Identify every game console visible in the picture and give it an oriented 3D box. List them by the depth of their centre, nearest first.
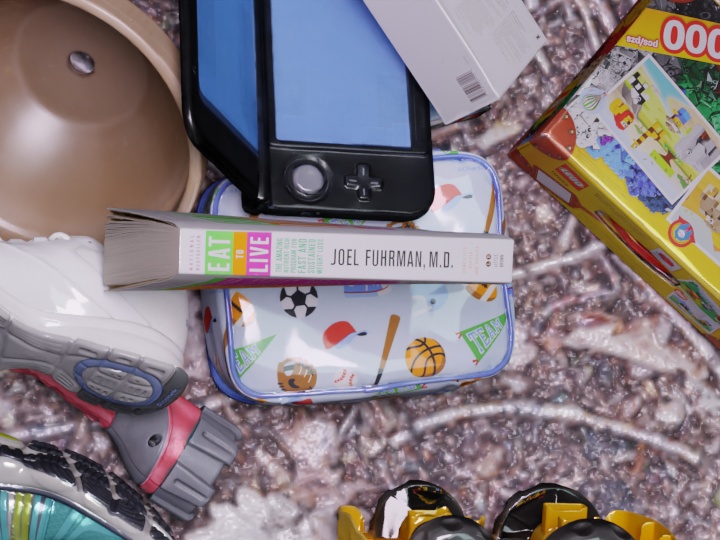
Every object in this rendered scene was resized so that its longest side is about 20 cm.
[{"bbox_3d":[-0.032,-0.143,1.510,0.175,0.116,0.201,3,69,-14],"label":"game console"}]

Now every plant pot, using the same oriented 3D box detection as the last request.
[{"bbox_3d":[-0.178,-0.104,1.516,0.200,0.201,0.093,33,37,-8],"label":"plant pot"}]

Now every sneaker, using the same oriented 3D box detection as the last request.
[{"bbox_3d":[-0.192,0.016,1.487,0.199,0.075,0.087,21,51,-14],"label":"sneaker"},{"bbox_3d":[-0.208,0.142,1.524,0.199,0.078,0.080,18,99,-6],"label":"sneaker"}]

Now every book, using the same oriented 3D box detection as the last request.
[{"bbox_3d":[-0.031,-0.008,1.447,0.199,0.133,0.048,2,91,-24],"label":"book"}]

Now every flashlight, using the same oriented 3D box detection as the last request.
[{"bbox_3d":[-0.170,0.073,1.533,0.199,0.068,0.068,32,85,-9],"label":"flashlight"}]

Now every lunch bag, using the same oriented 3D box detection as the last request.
[{"bbox_3d":[0.000,0.000,1.579,0.199,0.076,0.161,-5,85,-14],"label":"lunch bag"}]

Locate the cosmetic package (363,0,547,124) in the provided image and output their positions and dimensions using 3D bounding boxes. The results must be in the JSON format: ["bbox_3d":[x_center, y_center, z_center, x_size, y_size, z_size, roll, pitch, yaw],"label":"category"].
[{"bbox_3d":[0.029,-0.195,1.544,0.200,0.051,0.083,56,41,-12],"label":"cosmetic package"}]

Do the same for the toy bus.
[{"bbox_3d":[0.082,0.232,1.556,0.199,0.136,0.193,4,98,-11],"label":"toy bus"}]

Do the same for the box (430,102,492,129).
[{"bbox_3d":[0.002,-0.182,1.622,0.109,0.035,0.201,-16,87,-15],"label":"box"}]

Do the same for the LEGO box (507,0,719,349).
[{"bbox_3d":[0.221,-0.068,1.641,0.200,0.077,0.149,41,76,-6],"label":"LEGO box"}]
